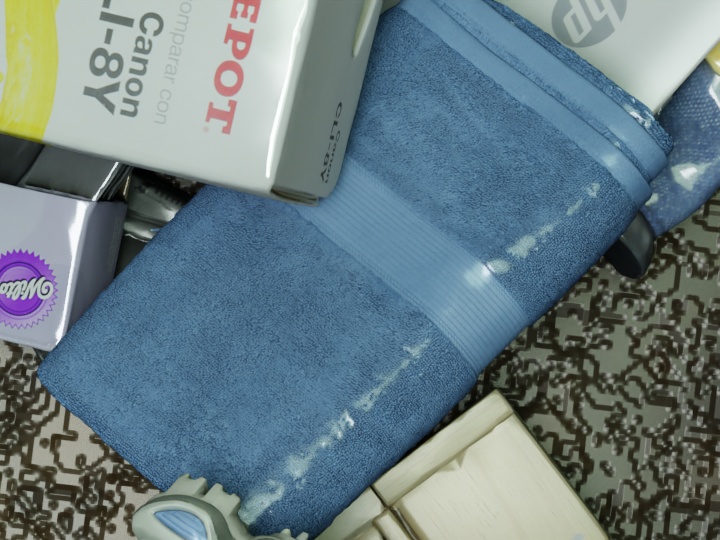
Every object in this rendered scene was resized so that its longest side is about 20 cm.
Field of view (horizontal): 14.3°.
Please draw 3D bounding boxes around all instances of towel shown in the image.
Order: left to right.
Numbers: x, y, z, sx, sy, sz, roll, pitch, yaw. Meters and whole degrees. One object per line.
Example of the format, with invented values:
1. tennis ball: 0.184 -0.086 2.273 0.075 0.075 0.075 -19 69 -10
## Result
1. towel: 0.000 0.000 0.926 0.200 0.049 0.112 -44 67 -11

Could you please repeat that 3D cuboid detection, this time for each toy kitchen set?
1. toy kitchen set: 0.014 0.164 0.930 0.200 0.180 0.163 -38 88 2

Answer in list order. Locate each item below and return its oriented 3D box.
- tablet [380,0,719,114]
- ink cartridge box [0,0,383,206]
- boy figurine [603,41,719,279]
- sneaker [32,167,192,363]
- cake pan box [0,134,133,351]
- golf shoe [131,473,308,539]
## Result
1. tablet: 0.068 -0.096 0.992 0.200 0.014 0.130 -48 51 1
2. ink cartridge box: -0.094 -0.113 0.880 0.199 0.083 0.146 14 92 10
3. boy figurine: 0.136 -0.096 1.008 0.124 0.064 0.200 42 85 11
4. sneaker: -0.062 0.015 1.003 0.200 0.076 0.091 25 93 11
5. cake pan box: -0.159 -0.079 0.960 0.199 0.052 0.185 14 94 11
6. golf shoe: -0.002 0.140 0.813 0.200 0.078 0.097 20 53 29
